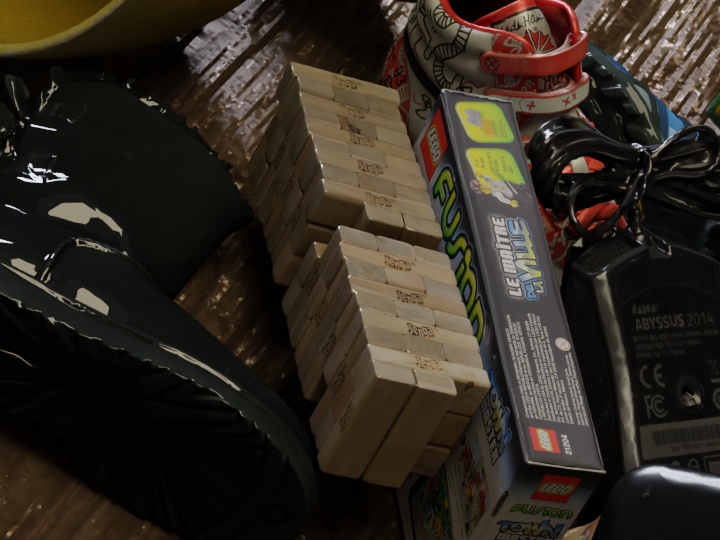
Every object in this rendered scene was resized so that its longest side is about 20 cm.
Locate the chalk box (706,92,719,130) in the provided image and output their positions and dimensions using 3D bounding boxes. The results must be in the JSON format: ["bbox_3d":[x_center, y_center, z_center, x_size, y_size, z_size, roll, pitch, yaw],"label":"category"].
[{"bbox_3d":[0.290,-0.085,1.336,0.124,0.125,0.199,49,29,21],"label":"chalk box"}]

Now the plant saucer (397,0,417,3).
[{"bbox_3d":[-0.020,-0.208,1.267,0.031,0.200,0.200,-30,65,-16],"label":"plant saucer"}]

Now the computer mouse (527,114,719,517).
[{"bbox_3d":[0.124,0.039,1.157,0.138,0.053,0.201,3,75,-39],"label":"computer mouse"}]

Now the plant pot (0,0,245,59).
[{"bbox_3d":[-0.102,-0.180,1.204,0.142,0.200,0.200,14,37,-55],"label":"plant pot"}]

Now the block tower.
[{"bbox_3d":[0.000,0.000,1.104,0.054,0.058,0.201,14,37,-24],"label":"block tower"}]

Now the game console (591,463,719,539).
[{"bbox_3d":[0.154,0.192,0.979,0.175,0.117,0.201,8,60,30],"label":"game console"}]

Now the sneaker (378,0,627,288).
[{"bbox_3d":[0.081,-0.047,1.205,0.067,0.108,0.202,-21,60,-33],"label":"sneaker"}]

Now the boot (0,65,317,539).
[{"bbox_3d":[-0.085,0.009,1.097,0.198,0.074,0.163,30,36,-1],"label":"boot"}]

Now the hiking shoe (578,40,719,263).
[{"bbox_3d":[0.146,-0.036,1.277,0.200,0.074,0.087,48,25,17],"label":"hiking shoe"}]

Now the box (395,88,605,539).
[{"bbox_3d":[0.044,0.036,1.106,0.034,0.110,0.201,9,46,-21],"label":"box"}]

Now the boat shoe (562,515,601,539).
[{"bbox_3d":[0.096,0.174,1.026,0.075,0.072,0.201,11,45,-19],"label":"boat shoe"}]
